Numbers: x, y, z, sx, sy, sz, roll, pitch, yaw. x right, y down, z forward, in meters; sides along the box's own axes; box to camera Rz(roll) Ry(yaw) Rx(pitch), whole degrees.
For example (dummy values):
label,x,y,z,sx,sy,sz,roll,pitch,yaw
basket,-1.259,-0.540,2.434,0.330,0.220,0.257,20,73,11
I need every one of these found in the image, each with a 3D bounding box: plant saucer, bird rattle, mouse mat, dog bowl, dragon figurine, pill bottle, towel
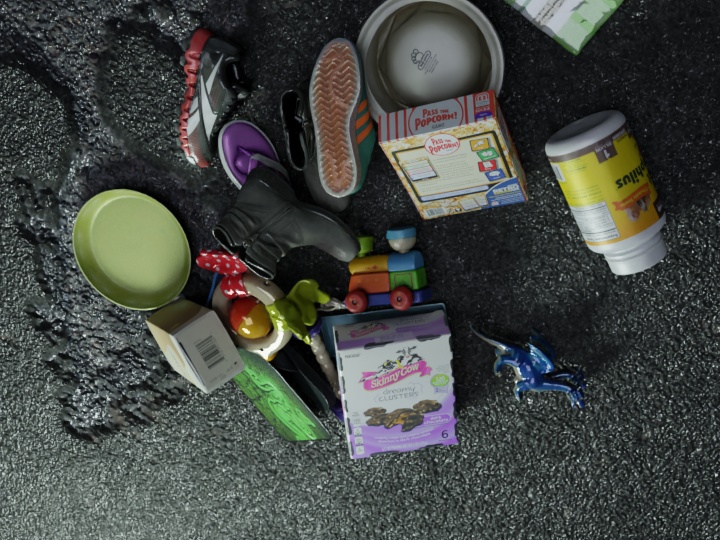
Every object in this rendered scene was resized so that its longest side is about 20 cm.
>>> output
label,x,y,z,sx,sy,sz,roll,pitch,yaw
plant saucer,0.038,0.089,1.423,0.199,0.019,0.070,-8,110,16
bird rattle,-0.154,0.049,1.323,0.199,0.113,0.163,28,126,-2
mouse mat,-0.141,0.196,1.466,0.200,0.008,0.161,50,148,-13
dog bowl,0.094,-0.272,1.227,0.199,0.074,0.201,6,114,13
dragon figurine,0.249,0.126,1.362,0.099,0.059,0.200,-34,101,24
pill bottle,0.327,-0.099,1.220,0.109,0.109,0.201,-22,106,21
plant saucer,-0.353,-0.036,1.463,0.199,0.031,0.201,6,113,13
towel,0.242,-0.388,1.171,0.200,0.031,0.149,38,118,-6

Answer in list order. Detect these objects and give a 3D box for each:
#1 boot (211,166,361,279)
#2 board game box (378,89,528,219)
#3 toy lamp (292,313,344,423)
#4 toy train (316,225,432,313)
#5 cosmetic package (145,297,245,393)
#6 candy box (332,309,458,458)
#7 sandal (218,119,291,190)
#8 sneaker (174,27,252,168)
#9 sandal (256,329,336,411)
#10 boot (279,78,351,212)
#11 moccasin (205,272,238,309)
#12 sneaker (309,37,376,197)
label,x,y,z,sx,sy,sz,roll,pitch,yaw
boot,-0.103,-0.037,1.284,0.200,0.131,0.068,35,149,-18
board game box,0.125,-0.144,1.222,0.151,0.047,0.200,-9,151,17
toy lamp,-0.046,0.158,1.436,0.058,0.058,0.201,-15,123,19
toy train,0.000,0.000,1.369,0.199,0.085,0.116,-5,95,24
cosmetic package,-0.252,0.109,1.407,0.071,0.200,0.106,-33,105,-19
candy box,0.053,0.170,1.384,0.167,0.072,0.201,-8,119,-2
sandal,-0.134,-0.126,1.341,0.050,0.082,0.203,13,134,53
sneaker,-0.205,-0.235,1.319,0.097,0.071,0.201,14,113,11
sandal,-0.121,0.146,1.426,0.200,0.048,0.075,40,154,24
boot,-0.069,-0.158,1.275,0.067,0.131,0.201,-5,111,17
moccasin,-0.183,0.008,1.422,0.068,0.081,0.200,23,130,0
sneaker,-0.020,-0.200,1.220,0.071,0.080,0.201,5,104,19
